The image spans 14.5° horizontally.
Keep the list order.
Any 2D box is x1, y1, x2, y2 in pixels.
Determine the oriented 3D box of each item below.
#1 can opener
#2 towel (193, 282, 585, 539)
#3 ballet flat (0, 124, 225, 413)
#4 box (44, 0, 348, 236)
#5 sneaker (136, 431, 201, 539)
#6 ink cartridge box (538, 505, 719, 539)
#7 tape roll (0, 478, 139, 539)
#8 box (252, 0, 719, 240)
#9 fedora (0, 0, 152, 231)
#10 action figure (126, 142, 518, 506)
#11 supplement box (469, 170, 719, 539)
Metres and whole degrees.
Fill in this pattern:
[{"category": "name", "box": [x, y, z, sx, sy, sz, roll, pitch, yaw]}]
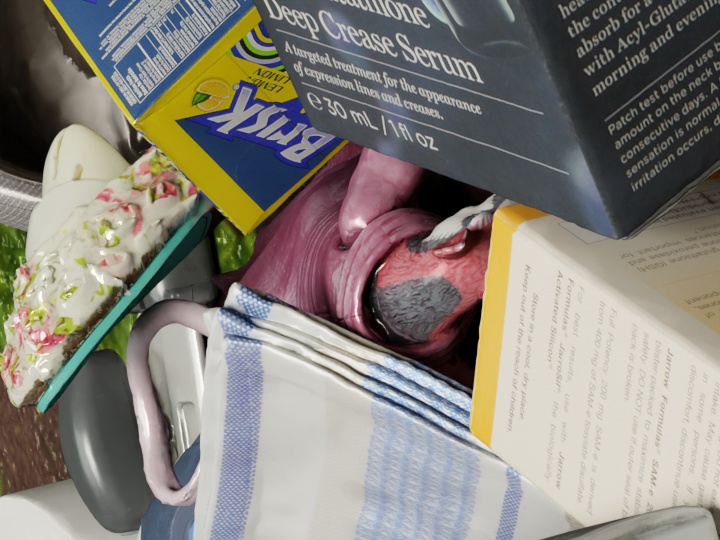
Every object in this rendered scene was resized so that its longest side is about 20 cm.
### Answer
[{"category": "can opener", "box": [-0.094, 0.003, 1.134, 0.053, 0.066, 0.202, -6, 95, 58]}, {"category": "towel", "box": [0.035, 0.092, 0.879, 0.199, 0.024, 0.147, 26, 144, 13]}, {"category": "ballet flat", "box": [-0.067, -0.038, 0.964, 0.064, 0.200, 0.076, 42, 155, 1]}, {"category": "box", "box": [-0.072, -0.103, 0.924, 0.064, 0.070, 0.200, -41, 46, 5]}, {"category": "sneaker", "box": [-0.024, 0.148, 1.037, 0.147, 0.080, 0.200, -62, 41, 31]}, {"category": "ink cartridge box", "box": [0.065, 0.170, 0.734, 0.162, 0.050, 0.201, -26, 83, 62]}, {"category": "tape roll", "box": [-0.101, 0.185, 1.203, 0.202, 0.070, 0.204, 25, 120, 53]}, {"category": "box", "box": [0.027, -0.130, 0.738, 0.148, 0.107, 0.201, 23, 144, 54]}, {"category": "fedora", "box": [-0.109, -0.109, 1.062, 0.201, 0.176, 0.090, 55, -178, 6]}, {"category": "action figure", "box": [0.000, 0.000, 0.908, 0.200, 0.148, 0.135, 165, 89, -78]}, {"category": "supplement box", "box": [0.135, 0.045, 0.724, 0.200, 0.125, 0.074, 38, 131, 48]}]
